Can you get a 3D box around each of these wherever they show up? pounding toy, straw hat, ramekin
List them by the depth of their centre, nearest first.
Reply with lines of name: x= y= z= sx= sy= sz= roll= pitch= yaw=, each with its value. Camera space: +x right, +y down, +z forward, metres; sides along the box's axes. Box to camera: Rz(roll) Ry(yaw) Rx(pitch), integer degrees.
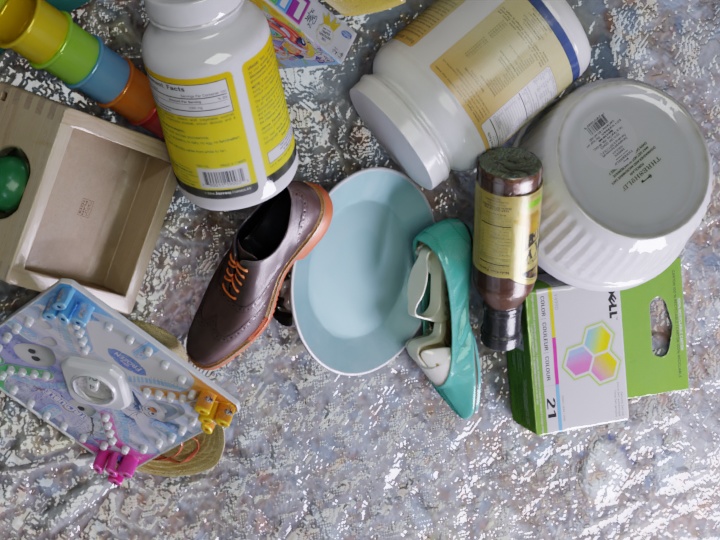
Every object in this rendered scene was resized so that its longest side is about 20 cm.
pounding toy: x=-0.284 y=-0.086 z=1.604 sx=0.199 sy=0.141 sz=0.186 roll=18 pitch=93 yaw=-51
straw hat: x=-0.204 y=0.097 z=1.686 sx=0.200 sy=0.201 sz=0.086 roll=35 pitch=49 yaw=-18
ramekin: x=0.244 y=-0.089 z=1.751 sx=0.198 sy=0.105 sz=0.203 roll=4 pitch=73 yaw=-13

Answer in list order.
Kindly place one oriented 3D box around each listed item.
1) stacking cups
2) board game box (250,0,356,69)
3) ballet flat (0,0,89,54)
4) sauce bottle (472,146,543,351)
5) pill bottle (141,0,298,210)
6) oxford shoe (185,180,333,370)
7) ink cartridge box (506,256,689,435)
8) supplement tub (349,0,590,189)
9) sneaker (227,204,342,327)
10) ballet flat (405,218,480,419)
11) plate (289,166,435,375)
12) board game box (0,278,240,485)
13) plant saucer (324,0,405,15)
stacking cups: x=-0.237 y=-0.182 z=1.631 sx=0.199 sy=0.060 sz=0.061 roll=31 pitch=88 yaw=-44
board game box: x=-0.115 y=-0.251 z=1.621 sx=0.199 sy=0.134 sz=0.034 roll=36 pitch=73 yaw=-31
ballet flat: x=-0.308 y=-0.245 z=1.629 sx=0.199 sy=0.067 sz=0.067 roll=-36 pitch=77 yaw=-8
sauce bottle: x=0.137 y=-0.017 z=1.714 sx=0.064 sy=0.065 sz=0.202 roll=-10 pitch=126 yaw=-15
pill bottle: x=-0.124 y=-0.162 z=1.555 sx=0.111 sy=0.113 sz=0.202 roll=-21 pitch=128 yaw=-13
oxford shoe: x=-0.106 y=0.001 z=1.639 sx=0.071 sy=0.072 sz=0.201 roll=37 pitch=100 yaw=25
ink cartridge box: x=0.250 y=0.072 z=1.827 sx=0.198 sy=0.076 sz=0.150 roll=-8 pitch=100 yaw=-14
supplement tub: x=0.102 y=-0.186 z=1.712 sx=0.200 sy=0.144 sz=0.145 roll=-40 pitch=106 yaw=-7
sneaker: x=-0.076 y=-0.051 z=1.722 sx=0.081 sy=0.075 sz=0.202 roll=-27 pitch=111 yaw=-21
ballet flat: x=0.075 y=0.050 z=1.770 sx=0.070 sy=0.067 sz=0.202 roll=-10 pitch=104 yaw=-28
plate: x=0.000 y=0.000 z=1.738 sx=0.199 sy=0.025 sz=0.203 roll=-14 pitch=110 yaw=-43
board game box: x=-0.239 y=0.106 z=1.622 sx=0.199 sy=0.199 sz=0.026 roll=38 pitch=48 yaw=-22
plant saucer: x=-0.062 y=-0.300 z=1.626 sx=0.199 sy=0.200 sz=0.049 roll=35 pitch=101 yaw=-18
